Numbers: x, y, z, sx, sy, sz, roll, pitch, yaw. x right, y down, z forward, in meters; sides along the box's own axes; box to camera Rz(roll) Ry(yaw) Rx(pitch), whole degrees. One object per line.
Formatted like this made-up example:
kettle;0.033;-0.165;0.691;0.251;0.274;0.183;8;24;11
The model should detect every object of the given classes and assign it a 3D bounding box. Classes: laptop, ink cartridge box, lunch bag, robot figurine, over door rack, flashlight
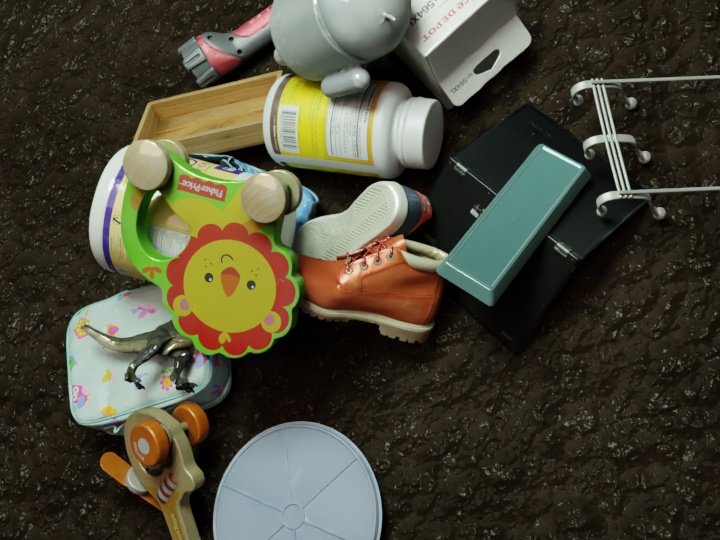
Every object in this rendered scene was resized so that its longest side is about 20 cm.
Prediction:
laptop;0.179;-0.052;0.973;0.187;0.115;0.202;42;119;26
ink cartridge box;0.093;-0.303;1.018;0.128;0.125;0.201;-41;64;3
lunch bag;-0.254;0.106;1.043;0.197;0.077;0.163;-18;69;13
robot figurine;-0.022;-0.273;0.939;0.199;0.111;0.173;-8;92;54
over door rack;0.330;-0.136;0.916;0.196;0.067;0.150;-8;67;3
flashlight;-0.142;-0.318;1.141;0.199;0.068;0.068;-36;54;7

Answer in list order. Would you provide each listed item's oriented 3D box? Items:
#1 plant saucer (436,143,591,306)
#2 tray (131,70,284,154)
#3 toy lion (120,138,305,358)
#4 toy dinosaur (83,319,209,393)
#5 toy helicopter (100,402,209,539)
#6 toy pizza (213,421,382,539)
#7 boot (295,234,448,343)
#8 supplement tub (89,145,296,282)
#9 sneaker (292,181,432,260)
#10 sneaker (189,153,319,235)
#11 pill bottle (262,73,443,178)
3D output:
plant saucer;0.160;-0.054;0.897;0.069;0.019;0.200;31;65;21
tray;-0.190;-0.191;1.118;0.196;0.037;0.100;-10;47;18
toy lion;-0.147;-0.016;0.871;0.196;0.069;0.195;16;102;8
toy dinosaur;-0.218;0.089;0.969;0.196;0.048;0.089;-8;54;8
toy helicopter;-0.217;0.252;0.974;0.131;0.078;0.203;-18;90;36
toy pizza;-0.068;0.268;0.951;0.196;0.032;0.204;-6;71;17
boot;0.000;0.000;0.922;0.075;0.197;0.109;-106;34;-57
supplement tub;-0.183;-0.048;0.974;0.196;0.146;0.148;15;78;8
sneaker;0.001;-0.036;0.998;0.198;0.084;0.076;-25;72;42
sneaker;-0.143;-0.092;1.057;0.197;0.090;0.080;17;80;22
pill bottle;-0.007;-0.168;1.021;0.197;0.109;0.111;10;77;22
